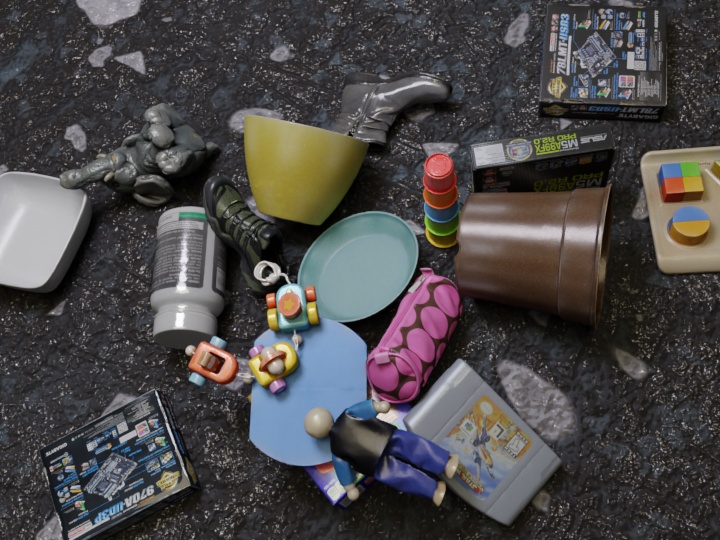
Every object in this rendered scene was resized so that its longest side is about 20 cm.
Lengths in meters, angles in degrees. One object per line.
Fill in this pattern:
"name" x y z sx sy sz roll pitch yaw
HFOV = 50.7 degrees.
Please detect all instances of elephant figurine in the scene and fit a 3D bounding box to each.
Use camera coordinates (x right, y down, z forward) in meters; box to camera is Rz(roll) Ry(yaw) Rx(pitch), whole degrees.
"elephant figurine" -0.370 -0.178 1.282 0.199 0.155 0.142 -34 24 21

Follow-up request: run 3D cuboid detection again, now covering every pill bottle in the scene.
"pill bottle" -0.266 0.013 1.182 0.112 0.113 0.202 -4 65 8

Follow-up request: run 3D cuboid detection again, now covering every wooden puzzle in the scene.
"wooden puzzle" 0.525 -0.099 1.128 0.183 0.046 0.202 -3 66 8

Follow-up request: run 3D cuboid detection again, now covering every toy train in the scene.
"toy train" -0.144 0.081 1.024 0.149 0.056 0.201 28 75 13

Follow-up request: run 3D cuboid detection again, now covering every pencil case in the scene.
"pencil case" 0.075 0.087 1.062 0.090 0.094 0.200 0 35 26

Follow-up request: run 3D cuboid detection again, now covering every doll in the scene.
"doll" 0.018 0.231 0.966 0.199 0.048 0.137 25 99 4

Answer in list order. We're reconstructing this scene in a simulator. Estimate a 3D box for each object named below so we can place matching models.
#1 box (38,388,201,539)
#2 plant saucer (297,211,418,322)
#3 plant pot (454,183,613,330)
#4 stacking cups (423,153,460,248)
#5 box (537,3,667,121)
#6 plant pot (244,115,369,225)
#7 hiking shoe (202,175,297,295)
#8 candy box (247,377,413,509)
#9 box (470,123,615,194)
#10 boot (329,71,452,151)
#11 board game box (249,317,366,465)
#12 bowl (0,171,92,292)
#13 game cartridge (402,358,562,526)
"box" -0.354 0.291 1.113 0.199 0.046 0.160 -28 65 -3
"plant saucer" 0.000 0.000 1.160 0.198 0.036 0.201 -14 51 19
"plant pot" 0.245 -0.028 1.075 0.197 0.200 0.202 7 68 20
"stacking cups" 0.119 -0.098 1.114 0.060 0.200 0.061 -3 68 8
"box" 0.400 -0.346 1.256 0.197 0.050 0.202 4 68 12
"plant pot" -0.097 -0.151 1.199 0.198 0.200 0.143 14 96 15
"hiking shoe" -0.163 -0.063 1.164 0.076 0.100 0.201 -41 106 -45
"candy box" -0.032 0.202 1.078 0.169 0.077 0.200 -41 65 -9
"box" 0.265 -0.141 1.130 0.198 0.160 0.045 -7 64 6
"boot" 0.051 -0.261 1.278 0.198 0.070 0.133 4 70 24
"board game box" -0.068 0.165 1.040 0.156 0.039 0.202 -1 71 4
"bowl" -0.557 -0.059 1.286 0.198 0.075 0.201 12 70 15
"game cartridge" 0.158 0.235 1.011 0.200 0.042 0.133 45 75 -3
